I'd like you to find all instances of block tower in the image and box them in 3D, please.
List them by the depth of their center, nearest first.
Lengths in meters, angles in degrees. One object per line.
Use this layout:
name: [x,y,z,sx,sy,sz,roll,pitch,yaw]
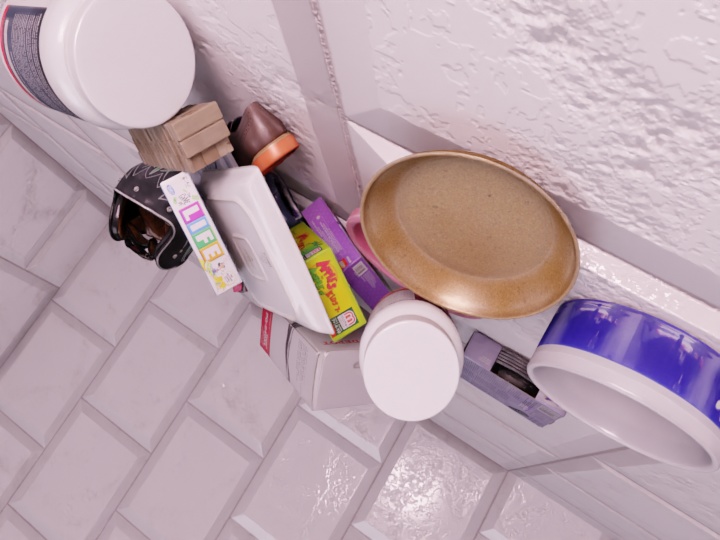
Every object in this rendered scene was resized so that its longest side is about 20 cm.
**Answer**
block tower: [-0.211,-0.152,0.657,0.198,0.057,0.055,20,139,54]

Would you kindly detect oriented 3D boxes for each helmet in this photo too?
helmet: [-0.398,-0.123,1.162,0.195,0.195,0.201,18,-155,-8]

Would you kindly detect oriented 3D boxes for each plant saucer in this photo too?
plant saucer: [0.094,-0.034,0.511,0.195,0.036,0.203,19,146,13]
plant saucer: [0.075,-0.019,0.680,0.197,0.051,0.201,32,166,8]

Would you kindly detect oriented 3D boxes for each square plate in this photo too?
square plate: [-0.121,-0.022,0.680,0.196,0.028,0.204,14,132,58]

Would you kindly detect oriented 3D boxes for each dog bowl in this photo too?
dog bowl: [0.279,0.118,0.601,0.197,0.080,0.201,32,167,8]

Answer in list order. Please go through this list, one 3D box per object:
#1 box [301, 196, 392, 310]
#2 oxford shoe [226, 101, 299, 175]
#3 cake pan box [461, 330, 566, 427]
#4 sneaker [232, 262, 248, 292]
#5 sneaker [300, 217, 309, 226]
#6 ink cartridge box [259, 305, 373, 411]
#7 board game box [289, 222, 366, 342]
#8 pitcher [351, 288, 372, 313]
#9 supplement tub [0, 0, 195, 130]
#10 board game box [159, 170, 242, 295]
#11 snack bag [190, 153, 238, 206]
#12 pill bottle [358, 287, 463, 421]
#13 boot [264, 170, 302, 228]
box: [0.000,0.000,0.841,0.200,0.039,0.138,50,-175,-49]
oxford shoe: [-0.132,-0.154,0.711,0.073,0.071,0.199,56,157,-11]
cake pan box: [0.251,0.187,0.977,0.181,0.053,0.201,28,166,16]
sneaker: [-0.138,-0.022,0.955,0.073,0.199,0.082,25,127,20]
sneaker: [-0.113,-0.064,0.931,0.200,0.072,0.083,44,-170,4]
ink cartridge box: [-0.041,0.105,0.809,0.142,0.086,0.199,1,-162,-30]
board game box: [-0.057,0.007,0.754,0.104,0.047,0.200,65,172,-18]
pitcher: [0.035,0.116,0.981,0.197,0.173,0.122,28,161,27]
supplement tub: [-0.276,-0.227,0.604,0.197,0.142,0.141,23,164,39]
board game box: [-0.198,-0.047,0.726,0.137,0.034,0.200,65,168,-11]
snack bag: [-0.185,-0.103,0.763,0.187,0.021,0.204,10,129,58]
pill bottle: [0.053,0.083,0.618,0.108,0.111,0.200,33,-174,1]
boot: [-0.165,-0.138,0.841,0.089,0.073,0.203,-25,106,26]
